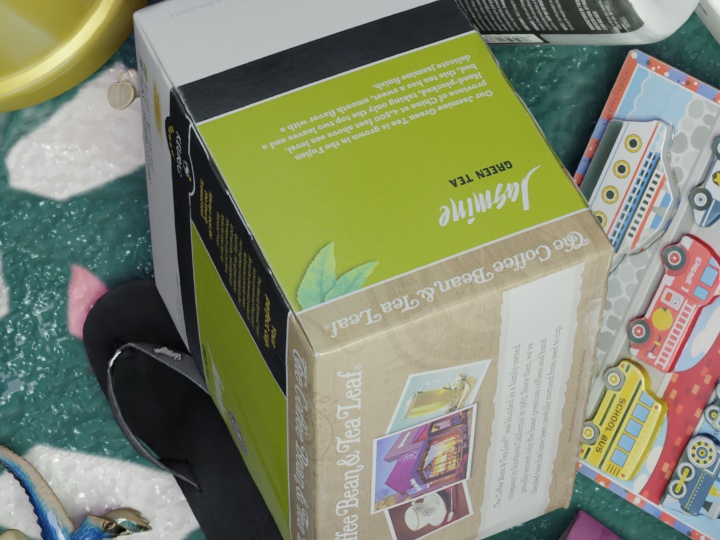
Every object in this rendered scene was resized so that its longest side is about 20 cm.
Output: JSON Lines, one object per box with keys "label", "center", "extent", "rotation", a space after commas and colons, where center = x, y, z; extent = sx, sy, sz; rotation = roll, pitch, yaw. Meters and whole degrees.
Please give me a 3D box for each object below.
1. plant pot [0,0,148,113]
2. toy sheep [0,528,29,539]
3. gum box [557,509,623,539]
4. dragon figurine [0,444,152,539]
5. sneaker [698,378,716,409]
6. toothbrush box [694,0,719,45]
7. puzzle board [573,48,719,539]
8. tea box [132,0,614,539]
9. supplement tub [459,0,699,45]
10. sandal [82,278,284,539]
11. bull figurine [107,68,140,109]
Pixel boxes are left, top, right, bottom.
{"label": "plant pot", "center": [-0.202, -0.174, 1.101], "extent": [0.200, 0.189, 0.202], "rotation": [0, 93, 3]}
{"label": "toy sheep", "center": [-0.236, 0.186, 1.145], "extent": [0.200, 0.138, 0.138], "rotation": [-43, 89, 23]}
{"label": "gum box", "center": [0.119, 0.191, 1.091], "extent": [0.113, 0.200, 0.066], "rotation": [36, 105, 5]}
{"label": "dragon figurine", "center": [-0.129, 0.174, 1.171], "extent": [0.200, 0.059, 0.100], "rotation": [34, 93, 0]}
{"label": "sneaker", "center": [0.220, -0.009, 1.135], "extent": [0.075, 0.078, 0.200], "rotation": [29, 93, 3]}
{"label": "toothbrush box", "center": [0.234, -0.197, 1.125], "extent": [0.200, 0.085, 0.147], "rotation": [-38, 89, 4]}
{"label": "puzzle board", "center": [0.153, 0.015, 1.126], "extent": [0.150, 0.017, 0.200], "rotation": [29, 106, 21]}
{"label": "tea box", "center": [0.000, 0.000, 1.011], "extent": [0.133, 0.200, 0.197], "rotation": [-19, 57, -14]}
{"label": "supplement tub", "center": [0.051, -0.163, 1.070], "extent": [0.199, 0.122, 0.123], "rotation": [4, 92, 32]}
{"label": "sandal", "center": [-0.080, 0.071, 1.120], "extent": [0.076, 0.043, 0.200], "rotation": [-56, 48, 18]}
{"label": "bull figurine", "center": [-0.062, -0.119, 1.139], "extent": [0.065, 0.121, 0.201], "rotation": [-1, 84, 29]}
